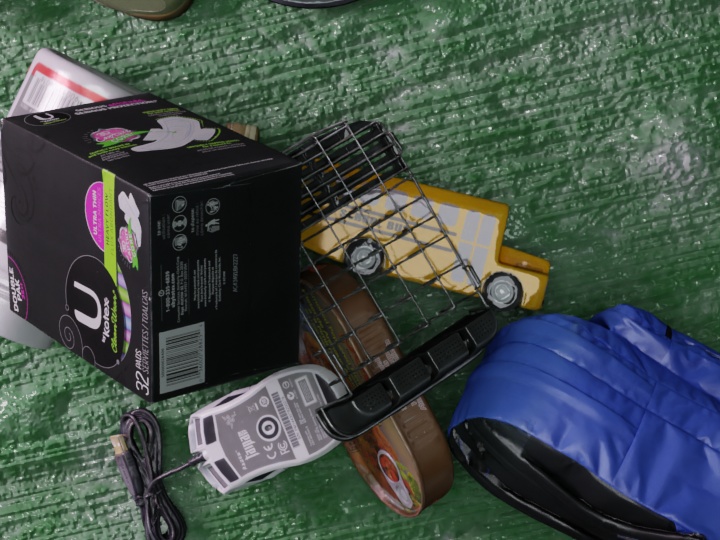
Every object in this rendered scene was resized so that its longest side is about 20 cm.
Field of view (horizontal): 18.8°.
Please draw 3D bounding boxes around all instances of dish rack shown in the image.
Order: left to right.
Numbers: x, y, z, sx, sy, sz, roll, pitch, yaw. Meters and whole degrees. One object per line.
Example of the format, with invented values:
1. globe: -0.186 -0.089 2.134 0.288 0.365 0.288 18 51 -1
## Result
1. dish rack: 0.000 0.000 1.541 0.153 0.054 0.201 -31 91 -29

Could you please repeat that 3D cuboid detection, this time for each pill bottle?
1. pill bottle: -0.229 -0.052 1.610 0.113 0.114 0.201 26 94 0

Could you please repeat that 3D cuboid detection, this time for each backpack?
1. backpack: 0.172 0.111 1.590 0.199 0.163 0.169 26 67 -5

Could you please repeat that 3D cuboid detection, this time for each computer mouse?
1. computer mouse: -0.090 0.131 1.642 0.199 0.044 0.111 -23 87 17

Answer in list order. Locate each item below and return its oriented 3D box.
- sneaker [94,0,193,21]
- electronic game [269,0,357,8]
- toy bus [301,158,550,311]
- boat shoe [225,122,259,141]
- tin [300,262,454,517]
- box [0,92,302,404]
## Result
1. sneaker: -0.215 -0.251 1.609 0.199 0.090 0.067 34 93 -1
2. electronic game: -0.036 -0.298 1.627 0.198 0.042 0.202 0 94 1
3. toy bus: 0.046 -0.025 1.630 0.198 0.065 0.079 14 92 1
4. boat shoe: -0.135 -0.024 1.629 0.066 0.074 0.202 23 94 -6
5. tin: 0.005 0.087 1.614 0.042 0.112 0.201 -28 93 -19
6. box: -0.144 -0.021 1.476 0.123 0.199 0.150 -13 115 -34
